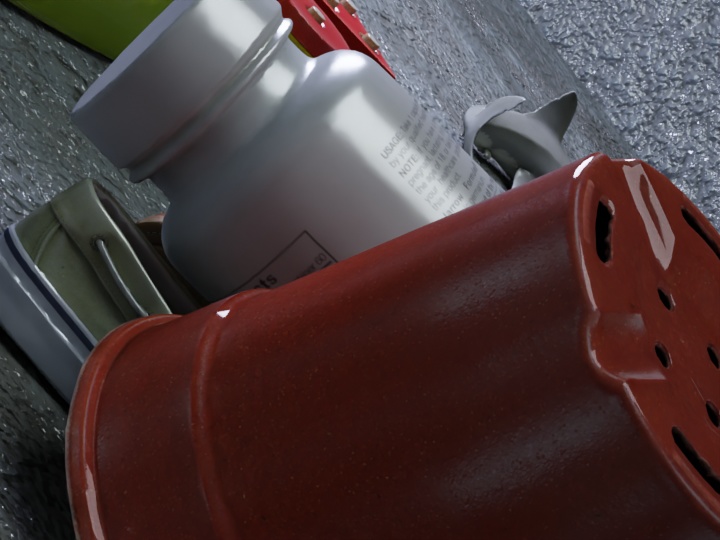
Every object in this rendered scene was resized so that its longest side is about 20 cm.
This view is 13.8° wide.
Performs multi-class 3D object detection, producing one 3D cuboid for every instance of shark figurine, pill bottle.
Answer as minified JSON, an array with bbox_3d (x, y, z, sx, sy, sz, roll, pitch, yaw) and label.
[{"bbox_3d":[0.128,-0.107,2.277,0.214,0.089,0.128,36,17,-54],"label":"shark figurine"},{"bbox_3d":[-0.013,-0.021,1.173,0.200,0.114,0.114,45,13,-10],"label":"pill bottle"}]

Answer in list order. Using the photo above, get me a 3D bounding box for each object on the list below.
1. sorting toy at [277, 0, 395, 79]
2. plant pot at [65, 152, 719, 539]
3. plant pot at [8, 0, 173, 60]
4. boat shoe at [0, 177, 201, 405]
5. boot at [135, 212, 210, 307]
[{"bbox_3d":[-0.062,-0.162,1.783,0.199,0.070,0.200,52,12,10],"label":"sorting toy"},{"bbox_3d":[0.038,0.067,1.021,0.201,0.195,0.201,41,33,-35],"label":"plant pot"},{"bbox_3d":[-0.125,-0.244,1.538,0.200,0.181,0.199,54,13,23],"label":"plant pot"},{"bbox_3d":[-0.063,0.051,1.146,0.200,0.062,0.072,47,12,-16],"label":"boat shoe"},{"bbox_3d":[0.000,0.000,1.299,0.200,0.077,0.155,28,45,-5],"label":"boot"}]
